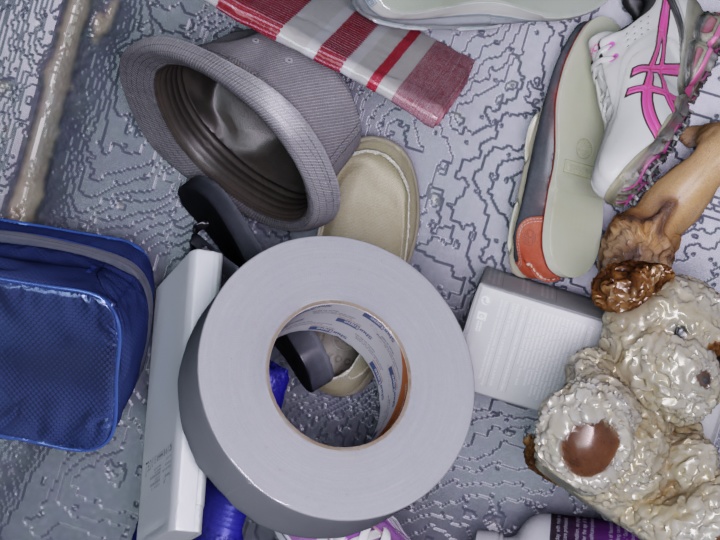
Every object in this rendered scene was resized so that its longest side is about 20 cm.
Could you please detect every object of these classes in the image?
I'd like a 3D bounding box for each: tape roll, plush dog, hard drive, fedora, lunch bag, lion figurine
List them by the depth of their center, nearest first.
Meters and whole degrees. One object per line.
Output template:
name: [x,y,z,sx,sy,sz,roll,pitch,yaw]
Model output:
plush dog: [0.198,0.085,1.451,0.200,0.160,0.172,35,85,-27]
tape roll: [-0.024,0.081,1.462,0.199,0.066,0.202,6,71,-17]
lion figurine: [0.237,-0.055,1.530,0.072,0.122,0.201,32,96,2]
hard drive: [-0.133,0.098,1.539,0.026,0.132,0.202,8,74,-16]
fedora: [-0.074,-0.120,1.555,0.199,0.178,0.090,25,59,36]
lunch bag: [-0.258,0.042,1.585,0.198,0.132,0.137,11,112,4]

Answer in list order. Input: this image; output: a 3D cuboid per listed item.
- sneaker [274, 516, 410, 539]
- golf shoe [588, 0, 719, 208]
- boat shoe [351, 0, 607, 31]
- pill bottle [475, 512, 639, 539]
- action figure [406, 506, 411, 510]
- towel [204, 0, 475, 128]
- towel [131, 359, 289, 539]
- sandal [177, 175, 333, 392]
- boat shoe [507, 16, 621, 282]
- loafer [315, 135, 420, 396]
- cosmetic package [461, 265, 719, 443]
sneaker: [0.023,0.208,1.493,0.200,0.114,0.073,45,74,-12]
golf shoe: [0.196,-0.126,1.516,0.092,0.073,0.201,27,52,3]
boat shoe: [0.087,-0.213,1.555,0.199,0.071,0.071,-5,88,-19]
pill bottle: [0.181,0.241,1.566,0.198,0.112,0.113,6,95,5]
action figure: [-0.042,0.245,1.589,0.102,0.119,0.200,37,92,6]
towel: [-0.017,-0.172,1.536,0.199,0.144,0.023,28,113,3]
towel: [-0.109,0.150,1.582,0.049,0.147,0.202,12,98,-29]
sandal: [-0.087,0.007,1.557,0.043,0.076,0.201,-28,61,-12]
boat shoe: [0.152,-0.090,1.563,0.071,0.062,0.202,16,80,-30]
loafer: [0.000,0.000,1.585,0.075,0.068,0.202,9,96,4]
cosmetic package: [0.171,0.067,1.556,0.199,0.107,0.091,20,98,5]
